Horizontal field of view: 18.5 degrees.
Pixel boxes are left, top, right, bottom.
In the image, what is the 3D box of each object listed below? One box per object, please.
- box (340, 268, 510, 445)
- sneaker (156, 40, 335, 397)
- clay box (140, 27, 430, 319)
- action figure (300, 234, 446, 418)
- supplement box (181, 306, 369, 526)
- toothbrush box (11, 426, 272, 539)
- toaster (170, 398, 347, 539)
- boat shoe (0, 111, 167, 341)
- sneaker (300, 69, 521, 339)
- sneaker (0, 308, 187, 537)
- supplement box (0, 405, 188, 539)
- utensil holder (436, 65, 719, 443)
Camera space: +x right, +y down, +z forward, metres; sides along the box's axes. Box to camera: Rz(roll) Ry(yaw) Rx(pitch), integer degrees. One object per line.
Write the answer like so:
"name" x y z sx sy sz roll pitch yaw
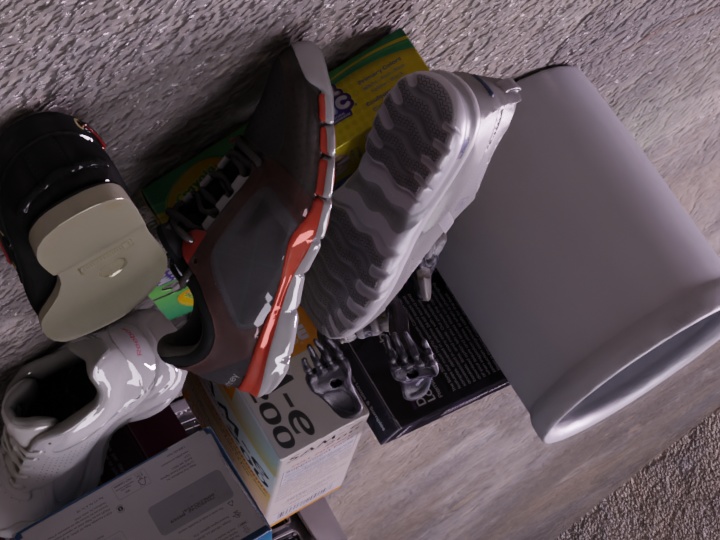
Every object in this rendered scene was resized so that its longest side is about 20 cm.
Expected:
"box" 0.056 0.024 1.548 0.200 0.143 0.036 -21 163 -38
"sneaker" -0.064 -0.027 1.168 0.077 0.082 0.201 -113 -146 -69
"clay box" -0.044 -0.051 1.266 0.200 0.048 0.115 -31 163 -3
"action figure" 0.000 0.000 1.397 0.118 0.200 0.102 -8 124 -3
"supplement box" -0.064 0.092 1.546 0.073 0.126 0.200 -27 164 -15
"toothbrush box" -0.140 0.199 1.468 0.146 0.085 0.200 -29 163 -13
"toaster" -0.123 0.201 1.665 0.200 0.181 0.119 -19 159 -43
"boat shoe" -0.145 -0.019 1.119 0.074 0.063 0.201 -29 163 -11
"sneaker" 0.029 -0.032 1.233 0.082 0.075 0.200 -13 152 -41
"sneaker" -0.201 0.098 1.398 0.099 0.078 0.200 -2 138 -52
"supplement box" -0.218 0.165 1.531 0.200 0.086 0.110 -36 165 11
"utensil holder" 0.140 -0.013 1.488 0.170 0.200 0.170 -30 165 -9
